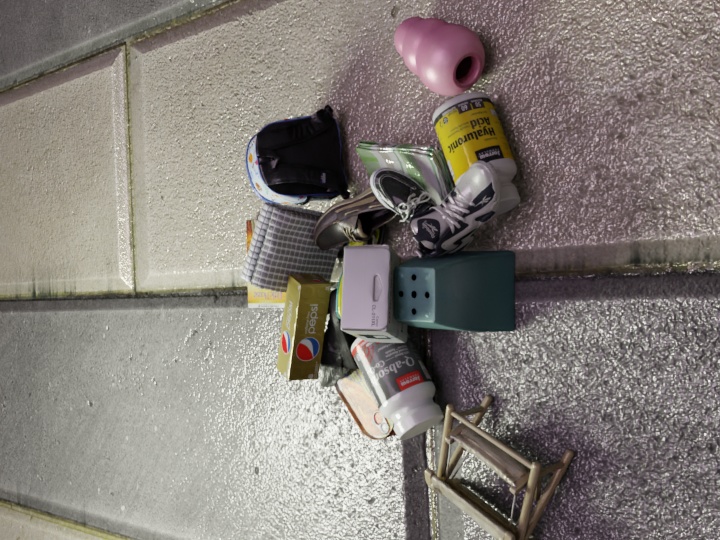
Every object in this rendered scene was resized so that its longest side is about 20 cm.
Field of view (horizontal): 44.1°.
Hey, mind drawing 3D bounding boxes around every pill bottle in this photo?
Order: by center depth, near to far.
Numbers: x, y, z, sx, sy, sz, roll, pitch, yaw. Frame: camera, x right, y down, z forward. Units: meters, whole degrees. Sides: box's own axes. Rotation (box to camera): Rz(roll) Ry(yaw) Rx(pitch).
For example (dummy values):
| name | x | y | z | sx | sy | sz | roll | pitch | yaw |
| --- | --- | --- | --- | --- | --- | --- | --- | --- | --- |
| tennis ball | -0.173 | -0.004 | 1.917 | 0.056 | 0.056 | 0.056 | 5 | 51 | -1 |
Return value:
| name | x | y | z | sx | sy | sz | roll | pitch | yaw |
| --- | --- | --- | --- | --- | --- | --- | --- | --- | --- |
| pill bottle | 0.206 | -0.197 | 1.541 | 0.111 | 0.111 | 0.202 | -31 | 71 | 39 |
| pill bottle | 0.071 | 0.207 | 1.673 | 0.116 | 0.115 | 0.201 | -44 | 63 | 35 |

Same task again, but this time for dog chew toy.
| name | x | y | z | sx | sy | sz | roll | pitch | yaw |
| --- | --- | --- | --- | --- | --- | --- | --- | --- | --- |
| dog chew toy | 0.133 | -0.398 | 1.604 | 0.200 | 0.124 | 0.125 | 45 | 120 | 42 |

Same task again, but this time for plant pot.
| name | x | y | z | sx | sy | sz | roll | pitch | yaw |
| --- | --- | --- | --- | --- | --- | --- | --- | --- | --- |
| plant pot | 0.153 | 0.037 | 1.536 | 0.141 | 0.199 | 0.143 | 1 | 92 | 43 |

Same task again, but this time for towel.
| name | x | y | z | sx | sy | sz | roll | pitch | yaw |
| --- | --- | --- | --- | --- | --- | --- | --- | --- | --- |
| towel | 0.086 | -0.169 | 1.655 | 0.199 | 0.031 | 0.150 | 11 | 135 | 43 |
| towel | -0.124 | -0.038 | 1.762 | 0.085 | 0.199 | 0.167 | 24 | 101 | 45 |

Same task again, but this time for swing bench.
| name | x | y | z | sx | sy | sz | roll | pitch | yaw |
| --- | --- | --- | --- | --- | --- | --- | --- | --- | --- |
| swing bench | 0.226 | 0.355 | 1.523 | 0.198 | 0.129 | 0.202 | 31 | 112 | 38 |

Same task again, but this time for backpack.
| name | x | y | z | sx | sy | sz | roll | pitch | yaw |
| --- | --- | --- | --- | --- | --- | --- | --- | --- | --- |
| backpack | -0.138 | -0.222 | 1.809 | 0.154 | 0.189 | 0.202 | -25 | 73 | 57 |

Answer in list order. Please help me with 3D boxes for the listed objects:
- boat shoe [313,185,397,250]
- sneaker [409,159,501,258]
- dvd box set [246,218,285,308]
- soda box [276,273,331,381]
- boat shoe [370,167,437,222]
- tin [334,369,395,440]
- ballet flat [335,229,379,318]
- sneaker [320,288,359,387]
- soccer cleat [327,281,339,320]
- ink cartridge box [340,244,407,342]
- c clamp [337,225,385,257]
| name | x | y | z | sx | sy | sz | roll | pitch | yaw |
| --- | --- | --- | --- | --- | --- | --- | --- | --- | --- |
| boat shoe | -0.009 | -0.094 | 1.675 | 0.199 | 0.074 | 0.074 | -34 | 38 | 23 |
| sneaker | 0.146 | -0.089 | 1.460 | 0.080 | 0.129 | 0.199 | 52 | 143 | 15 |
| dvd box set | -0.198 | -0.017 | 1.977 | 0.146 | 0.029 | 0.202 | -1 | 90 | 43 |
| soda box | -0.111 | 0.110 | 1.730 | 0.064 | 0.067 | 0.202 | 34 | 120 | 57 |
| boat shoe | 0.100 | -0.112 | 1.593 | 0.074 | 0.068 | 0.199 | -44 | 93 | 0 |
| tin | 0.015 | 0.245 | 1.780 | 0.201 | 0.042 | 0.112 | 56 | 129 | 27 |
| ballet flat | 0.000 | 0.000 | 1.705 | 0.066 | 0.067 | 0.202 | -4 | 61 | 26 |
| sneaker | -0.055 | 0.134 | 1.760 | 0.104 | 0.060 | 0.202 | -5 | 108 | 36 |
| soccer cleat | -0.020 | 0.045 | 1.775 | 0.200 | 0.085 | 0.069 | -36 | 67 | 38 |
| ink cartridge box | 0.028 | 0.044 | 1.558 | 0.082 | 0.200 | 0.147 | 0 | 80 | 13 |
| c clamp | -0.019 | -0.056 | 1.817 | 0.199 | 0.027 | 0.173 | -7 | 81 | 44 |
